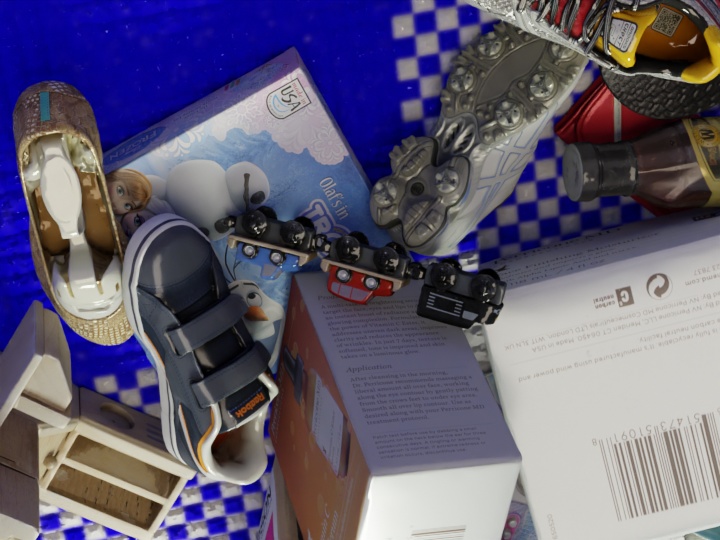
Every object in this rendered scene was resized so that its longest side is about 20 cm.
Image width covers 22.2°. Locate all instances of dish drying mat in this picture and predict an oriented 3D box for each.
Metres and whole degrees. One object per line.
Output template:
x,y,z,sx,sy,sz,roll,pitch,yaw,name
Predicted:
0.234,-0.071,1.334,0.199,0.018,0.077,35,105,-24,dish drying mat

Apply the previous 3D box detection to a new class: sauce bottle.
0.240,-0.075,1.287,0.198,0.066,0.067,-7,118,-15,sauce bottle

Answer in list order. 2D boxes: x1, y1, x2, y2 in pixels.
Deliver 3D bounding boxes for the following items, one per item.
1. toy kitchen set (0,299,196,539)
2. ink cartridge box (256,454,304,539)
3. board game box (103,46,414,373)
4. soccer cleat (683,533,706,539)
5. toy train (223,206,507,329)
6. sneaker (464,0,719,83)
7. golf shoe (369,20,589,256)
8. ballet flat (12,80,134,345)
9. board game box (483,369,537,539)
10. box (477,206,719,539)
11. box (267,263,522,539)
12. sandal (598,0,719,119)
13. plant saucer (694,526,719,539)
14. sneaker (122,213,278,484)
-0.182,0.131,1.259,0.179,0.201,0.164,26,111,-21,toy kitchen set
-0.041,0.255,1.369,0.074,0.165,0.202,7,115,-10,ink cartridge box
-0.084,-0.022,1.288,0.198,0.043,0.201,-29,118,5,board game box
0.278,0.186,1.439,0.077,0.069,0.202,26,92,-9,soccer cleat
0.000,0.000,1.231,0.198,0.034,0.046,16,102,11,toy train
0.151,-0.174,1.174,0.198,0.082,0.078,13,118,-14,sneaker
0.090,-0.094,1.281,0.200,0.078,0.097,-47,153,3,golf shoe
-0.189,-0.024,1.209,0.070,0.065,0.202,-13,120,1,ballet flat
0.139,0.160,1.432,0.198,0.026,0.201,-24,119,2,board game box
0.197,0.077,1.297,0.197,0.131,0.202,-15,98,5,box
0.017,0.118,1.248,0.105,0.201,0.154,-4,129,-18,box
0.254,-0.158,1.284,0.198,0.045,0.076,-15,123,-13,sandal
0.294,0.108,1.393,0.197,0.027,0.203,0,90,-5,plant saucer
-0.101,0.057,1.246,0.078,0.079,0.202,-34,130,-30,sneaker
